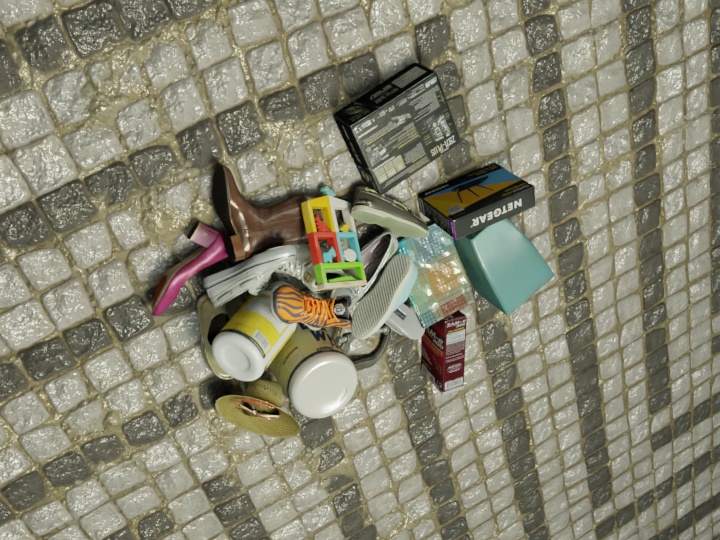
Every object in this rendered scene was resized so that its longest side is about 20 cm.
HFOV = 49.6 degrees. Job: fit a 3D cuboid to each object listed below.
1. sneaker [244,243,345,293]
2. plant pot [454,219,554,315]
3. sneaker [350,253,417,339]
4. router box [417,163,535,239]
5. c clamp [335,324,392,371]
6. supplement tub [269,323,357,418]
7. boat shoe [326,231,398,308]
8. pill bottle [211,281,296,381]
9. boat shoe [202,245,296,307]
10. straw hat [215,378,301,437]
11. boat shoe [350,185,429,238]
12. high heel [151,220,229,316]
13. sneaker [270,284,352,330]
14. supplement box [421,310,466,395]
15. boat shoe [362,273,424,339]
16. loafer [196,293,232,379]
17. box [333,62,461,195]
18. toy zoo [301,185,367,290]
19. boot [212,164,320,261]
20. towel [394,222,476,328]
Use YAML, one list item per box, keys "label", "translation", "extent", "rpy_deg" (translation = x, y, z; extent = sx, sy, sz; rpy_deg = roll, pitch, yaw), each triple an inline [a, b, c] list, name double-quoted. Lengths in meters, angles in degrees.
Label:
- label: "sneaker"
  translation: [-0.124, -0.011, 1.526]
  extent: [0.198, 0.116, 0.074]
  rpy_deg: [5, 115, -29]
- label: "plant pot"
  translation: [0.300, -0.037, 1.732]
  extent: [0.141, 0.141, 0.200]
  rpy_deg: [-40, 119, -4]
- label: "sneaker"
  translation: [0.060, 0.066, 1.625]
  extent: [0.201, 0.074, 0.082]
  rpy_deg: [-53, 143, -1]
- label: "router box"
  translation: [0.242, -0.148, 1.629]
  extent: [0.199, 0.149, 0.051]
  rpy_deg: [-23, 125, -16]
- label: "c clamp"
  translation: [0.008, 0.158, 1.703]
  extent: [0.199, 0.027, 0.172]
  rpy_deg: [-2, 120, -51]
- label: "supplement tub"
  translation: [-0.106, 0.188, 1.585]
  extent: [0.144, 0.200, 0.146]
  rpy_deg: [-12, 121, -22]
- label: "boat shoe"
  translation: [0.002, 0.000, 1.612]
  extent: [0.202, 0.074, 0.065]
  rpy_deg: [-47, 170, -1]
- label: "pill bottle"
  translation: [-0.191, 0.110, 1.506]
  extent: [0.200, 0.111, 0.113]
  rpy_deg: [-54, 142, -48]
- label: "boat shoe"
  translation: [-0.201, 0.014, 1.469]
  extent: [0.199, 0.073, 0.067]
  rpy_deg: [-22, 86, 22]
- label: "straw hat"
  translation: [-0.205, 0.272, 1.644]
  extent: [0.201, 0.200, 0.086]
  rpy_deg: [42, 49, -37]
- label: "boat shoe"
  translation: [0.067, -0.117, 1.600]
  extent: [0.200, 0.071, 0.061]
  rpy_deg: [19, 67, -38]
- label: "high heel"
  translation: [-0.311, 0.013, 1.463]
  extent: [0.096, 0.067, 0.201]
  rpy_deg: [30, 95, -25]
- label: "sneaker"
  translation: [-0.081, 0.066, 1.480]
  extent: [0.200, 0.111, 0.078]
  rpy_deg: [19, 67, -59]
- label: "supplement box"
  translation: [0.190, 0.172, 1.794]
  extent: [0.060, 0.109, 0.202]
  rpy_deg: [-13, 120, -21]
- label: "boat shoe"
  translation: [0.057, 0.076, 1.697]
  extent: [0.200, 0.066, 0.072]
  rpy_deg: [40, 70, -19]
- label: "loafer"
  translation: [-0.280, 0.142, 1.549]
  extent: [0.075, 0.068, 0.202]
  rpy_deg: [-20, 122, -16]
- label: "box"
  translation: [0.074, -0.275, 1.510]
  extent: [0.199, 0.086, 0.164]
  rpy_deg: [-34, 126, -8]
- label: "toy zoo"
  translation: [-0.053, -0.065, 1.517]
  extent: [0.131, 0.020, 0.202]
  rpy_deg: [-4, 80, -52]
- label: "boot"
  translation: [-0.172, -0.125, 1.473]
  extent: [0.199, 0.064, 0.188]
  rpy_deg: [-18, 111, -32]
- label: "towel"
  translation: [0.157, 0.006, 1.691]
  extent: [0.146, 0.022, 0.201]
  rpy_deg: [-26, 98, -14]
